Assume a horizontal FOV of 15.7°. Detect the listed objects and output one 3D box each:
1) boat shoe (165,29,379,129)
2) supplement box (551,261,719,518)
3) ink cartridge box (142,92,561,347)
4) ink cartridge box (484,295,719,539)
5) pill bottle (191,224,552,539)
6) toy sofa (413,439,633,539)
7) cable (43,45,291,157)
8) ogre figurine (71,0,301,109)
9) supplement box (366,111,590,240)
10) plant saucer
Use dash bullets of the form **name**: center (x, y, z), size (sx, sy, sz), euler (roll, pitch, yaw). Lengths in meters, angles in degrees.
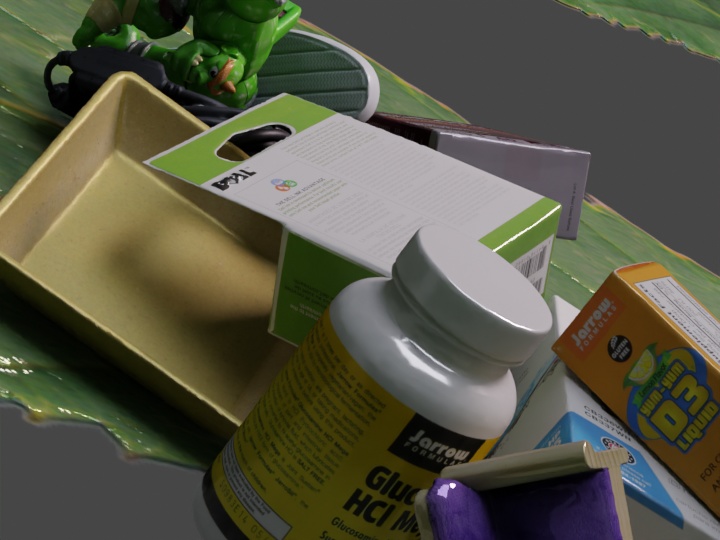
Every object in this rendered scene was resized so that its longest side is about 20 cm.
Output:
- **boat shoe**: center (-0.067, -0.124, 1.757), size (0.200, 0.074, 0.067), euler (8, -2, 29)
- **supplement box**: center (0.200, 0.085, 1.429), size (0.200, 0.067, 0.069), euler (45, 25, 22)
- **ink cartridge box**: center (-0.007, -0.020, 1.512), size (0.200, 0.076, 0.148), euler (24, 33, 26)
- **ink cartridge box**: center (0.131, 0.142, 1.496), size (0.147, 0.146, 0.200), euler (32, 20, -13)
- **pill bottle**: center (0.008, 0.078, 1.360), size (0.112, 0.200, 0.112), euler (31, 21, -13)
- **toy sofa**: center (0.096, 0.188, 1.286), size (0.098, 0.083, 0.200), euler (4, 75, -64)
- **cable**: center (-0.100, -0.078, 1.665), size (0.200, 0.051, 0.163), euler (17, -15, 30)
- **ogre figurine**: center (-0.106, -0.170, 1.666), size (0.120, 0.200, 0.098), euler (30, 33, 5)
- **supplement box**: center (0.065, -0.066, 1.735), size (0.109, 0.061, 0.200), euler (7, 5, -18)
- **plant saucer**: center (-0.106, 0.000, 1.507), size (0.200, 0.048, 0.200), euler (35, 39, -2)
